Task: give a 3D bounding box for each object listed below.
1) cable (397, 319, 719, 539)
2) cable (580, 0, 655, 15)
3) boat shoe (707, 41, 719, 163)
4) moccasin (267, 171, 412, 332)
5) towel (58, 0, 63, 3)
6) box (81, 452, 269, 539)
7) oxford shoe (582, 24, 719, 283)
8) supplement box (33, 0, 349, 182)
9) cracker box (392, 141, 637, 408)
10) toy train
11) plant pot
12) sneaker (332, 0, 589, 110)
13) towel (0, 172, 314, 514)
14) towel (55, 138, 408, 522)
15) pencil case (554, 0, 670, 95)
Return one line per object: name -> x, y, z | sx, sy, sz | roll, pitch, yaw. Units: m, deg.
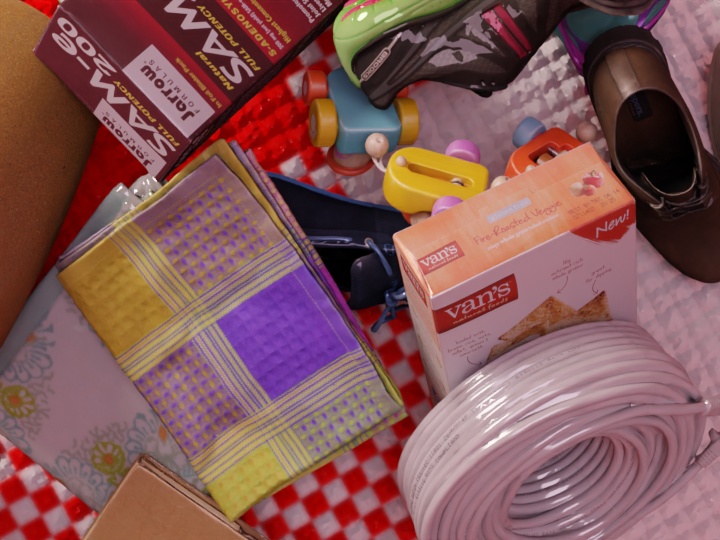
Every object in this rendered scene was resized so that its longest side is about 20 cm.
cable -> 0.119, 0.116, 0.860 | 0.198, 0.070, 0.200 | 18, 122, -42
cable -> 0.098, -0.205, 0.812 | 0.199, 0.051, 0.097 | 34, 57, 22
boat shoe -> 0.288, -0.065, 0.942 | 0.059, 0.072, 0.203 | -14, 94, -13
moccasin -> 0.000, 0.000, 0.895 | 0.197, 0.081, 0.069 | 13, 52, 4
towel -> -0.118, -0.233, 0.914 | 0.199, 0.023, 0.154 | -32, 94, -9
box -> -0.127, 0.241, 0.874 | 0.163, 0.021, 0.201 | 35, 101, -5
oxford shoe -> 0.200, -0.055, 0.897 | 0.072, 0.085, 0.201 | -27, 123, 16
supplement box -> -0.088, -0.160, 0.835 | 0.109, 0.061, 0.200 | 45, 57, -5
cracker box -> 0.103, 0.030, 0.856 | 0.133, 0.201, 0.058 | -25, 51, -7
toy train -> 0.055, -0.078, 0.890 | 0.199, 0.056, 0.150 | 35, 47, 20
plant pot -> -0.247, -0.061, 0.827 | 0.186, 0.186, 0.201 | 37, 71, -5
sneaker -> 0.083, -0.154, 0.851 | 0.197, 0.077, 0.085 | -16, 116, 4
towel -> -0.133, 0.061, 0.866 | 0.171, 0.048, 0.200 | 41, 105, -3
towel -> -0.078, 0.039, 0.820 | 0.143, 0.023, 0.201 | -31, 100, 12
pencil case -> 0.115, -0.220, 0.913 | 0.200, 0.085, 0.093 | 44, 69, -4
